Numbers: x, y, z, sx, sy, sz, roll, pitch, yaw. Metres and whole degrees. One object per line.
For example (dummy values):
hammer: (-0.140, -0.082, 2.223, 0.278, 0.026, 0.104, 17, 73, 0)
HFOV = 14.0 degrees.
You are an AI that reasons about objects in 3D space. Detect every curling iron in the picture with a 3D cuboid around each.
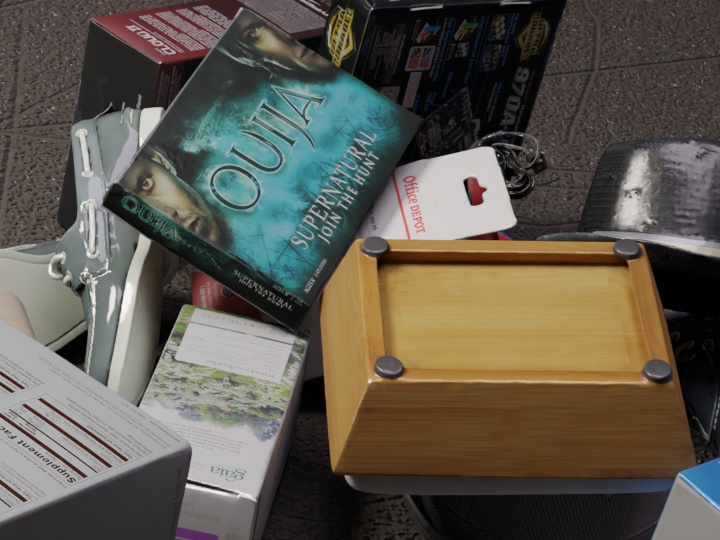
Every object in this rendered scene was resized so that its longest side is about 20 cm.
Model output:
curling iron: (0.086, -0.017, 1.813, 0.049, 0.026, 0.200, -9, 42, 16)

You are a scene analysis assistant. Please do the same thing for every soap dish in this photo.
soap dish: (0.080, 0.050, 1.618, 0.199, 0.081, 0.158, 1, 37, -4)

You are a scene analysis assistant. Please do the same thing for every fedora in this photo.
fedora: (0.204, -0.029, 1.759, 0.200, 0.092, 0.201, 9, -7, 1)
fedora: (0.119, 0.105, 1.694, 0.200, 0.091, 0.177, -9, 34, -37)

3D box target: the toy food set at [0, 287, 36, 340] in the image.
toy food set: (-0.260, 0.079, 1.632, 0.199, 0.061, 0.144, -2, 42, -24)

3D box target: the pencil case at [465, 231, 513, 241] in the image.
pencil case: (0.079, 0.012, 1.868, 0.088, 0.089, 0.200, -6, 33, -32)

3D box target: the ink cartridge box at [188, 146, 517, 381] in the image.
ink cartridge box: (0.000, 0.000, 1.783, 0.199, 0.068, 0.117, -17, 30, 3)

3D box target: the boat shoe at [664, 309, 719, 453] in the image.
boat shoe: (0.206, 0.060, 1.852, 0.091, 0.071, 0.200, 10, 21, 0)

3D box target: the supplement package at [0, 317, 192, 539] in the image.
supplement package: (-0.208, 0.154, 1.344, 0.147, 0.192, 0.200, 30, 32, 32)

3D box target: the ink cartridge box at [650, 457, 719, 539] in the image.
ink cartridge box: (0.243, 0.152, 1.626, 0.200, 0.116, 0.067, -15, 43, -42)

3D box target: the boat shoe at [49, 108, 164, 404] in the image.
boat shoe: (-0.151, -0.005, 1.740, 0.062, 0.073, 0.201, 1, 63, 6)

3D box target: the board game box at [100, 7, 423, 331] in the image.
board game box: (-0.056, -0.064, 1.741, 0.135, 0.028, 0.200, 32, 41, -2)

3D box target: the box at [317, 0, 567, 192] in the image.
box: (0.037, -0.101, 1.936, 0.159, 0.200, 0.046, -7, 37, -33)

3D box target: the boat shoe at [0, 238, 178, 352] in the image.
boat shoe: (-0.202, 0.019, 1.778, 0.200, 0.073, 0.062, -22, -1, -39)

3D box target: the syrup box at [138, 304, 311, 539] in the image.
syrup box: (-0.084, 0.102, 1.622, 0.078, 0.082, 0.200, 12, 27, 2)

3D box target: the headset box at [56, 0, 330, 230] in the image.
headset box: (-0.106, -0.095, 1.918, 0.200, 0.149, 0.077, -15, 37, -44)
